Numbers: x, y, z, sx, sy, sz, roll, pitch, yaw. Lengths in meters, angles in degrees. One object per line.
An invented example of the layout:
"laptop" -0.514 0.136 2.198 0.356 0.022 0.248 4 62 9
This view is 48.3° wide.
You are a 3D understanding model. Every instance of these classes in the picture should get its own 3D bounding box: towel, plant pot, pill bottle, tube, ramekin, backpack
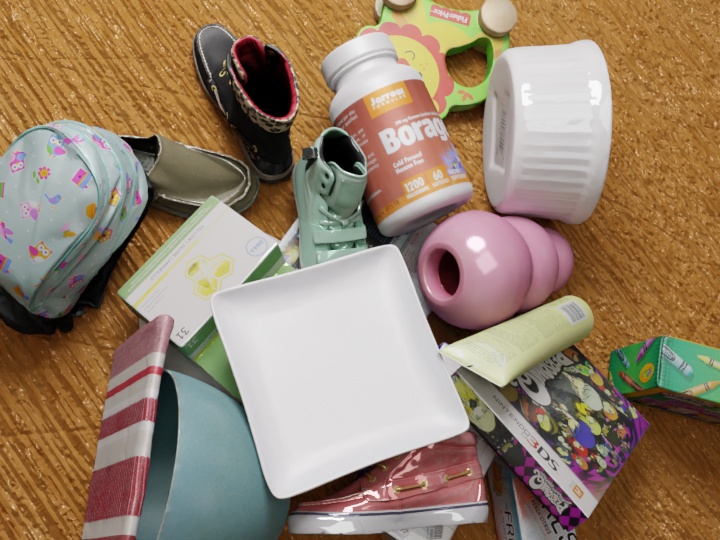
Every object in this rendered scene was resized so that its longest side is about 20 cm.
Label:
"towel" -0.218 0.154 0.754 0.023 0.144 0.202 16 64 -28
"plant pot" -0.143 0.205 0.753 0.134 0.200 0.202 16 73 -26
"pill bottle" 0.034 -0.148 0.870 0.111 0.112 0.201 -23 83 -14
"tube" 0.166 0.072 0.814 0.199 0.058 0.052 -16 81 -45
"ramekin" 0.199 -0.152 0.890 0.097 0.201 0.202 0 76 -3
"backpack" -0.300 -0.050 0.784 0.167 0.127 0.200 45 100 -2

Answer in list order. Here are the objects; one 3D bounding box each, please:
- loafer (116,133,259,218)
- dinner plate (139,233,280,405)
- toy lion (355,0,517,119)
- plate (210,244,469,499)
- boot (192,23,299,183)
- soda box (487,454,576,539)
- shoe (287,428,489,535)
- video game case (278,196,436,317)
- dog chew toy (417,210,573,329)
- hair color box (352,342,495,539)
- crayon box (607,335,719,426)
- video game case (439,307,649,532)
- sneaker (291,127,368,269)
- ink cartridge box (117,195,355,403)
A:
"loafer" -0.209 -0.104 0.867 0.198 0.070 0.076 6 75 -8
"dinner plate" -0.138 0.047 0.868 0.198 0.024 0.202 2 75 -9
"toy lion" 0.075 -0.246 0.963 0.198 0.069 0.193 12 82 -7
"plate" -0.022 0.090 0.760 0.199 0.032 0.201 -16 72 -19
"boot" -0.123 -0.206 0.865 0.073 0.151 0.201 -22 81 -14
"soda box" 0.185 0.285 0.839 0.063 0.068 0.202 -6 80 -15
"shoe" 0.026 0.203 0.773 0.198 0.071 0.092 0 74 -15
"video game case" 0.000 0.000 0.891 0.181 0.023 0.201 35 66 -2
"dog chew toy" 0.158 -0.004 0.876 0.199 0.124 0.126 -6 76 -39
"hair color box" 0.077 0.192 0.850 0.109 0.065 0.201 34 71 -1
"crayon box" 0.393 0.131 0.891 0.198 0.119 0.059 15 74 -6
"video game case" 0.197 0.142 0.831 0.181 0.036 0.200 48 38 13
"sneaker" -0.022 -0.045 0.823 0.073 0.118 0.202 -11 76 -20
"ink cartridge box" -0.126 0.033 0.808 0.199 0.048 0.146 35 73 25
